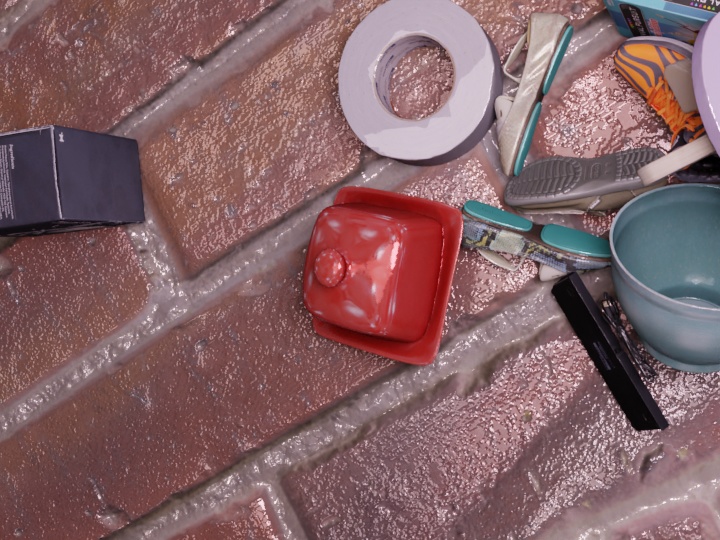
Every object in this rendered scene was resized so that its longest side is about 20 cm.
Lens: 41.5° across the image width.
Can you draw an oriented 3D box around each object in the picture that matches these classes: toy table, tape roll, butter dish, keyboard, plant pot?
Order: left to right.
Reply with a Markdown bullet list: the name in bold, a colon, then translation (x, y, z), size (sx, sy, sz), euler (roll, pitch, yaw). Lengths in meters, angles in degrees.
- **butter dish**: translation (0.000, 0.000, 1.142), size (0.198, 0.147, 0.202), euler (14, 94, 35)
- **tape roll**: translation (0.074, -0.233, 1.174), size (0.197, 0.066, 0.204), euler (0, 90, 20)
- **keyboard**: translation (0.289, 0.090, 1.074), size (0.020, 0.127, 0.202), euler (-30, 85, -12)
- **plant pot**: translation (0.360, 0.022, 1.009), size (0.198, 0.201, 0.135), euler (10, 133, 18)
- **toy table**: translation (0.371, -0.141, 0.929), size (0.181, 0.117, 0.203), euler (-12, 83, -13)

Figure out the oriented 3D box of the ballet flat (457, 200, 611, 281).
- **ballet flat**: translation (0.208, -0.026, 1.137), size (0.198, 0.074, 0.075), euler (21, 97, 19)

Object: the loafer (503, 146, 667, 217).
- **loafer**: translation (0.261, -0.089, 1.103), size (0.198, 0.070, 0.076), euler (-3, 46, 34)

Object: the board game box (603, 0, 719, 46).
- **board game box**: translation (0.368, -0.268, 1.012), size (0.198, 0.151, 0.048), euler (22, 96, 23)

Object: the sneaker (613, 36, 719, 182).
- **sneaker**: translation (0.347, -0.173, 1.033), size (0.199, 0.078, 0.112), euler (35, 63, 18)

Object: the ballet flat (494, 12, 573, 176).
- **ballet flat**: translation (0.194, -0.211, 1.135), size (0.062, 0.067, 0.202), euler (21, 87, 16)

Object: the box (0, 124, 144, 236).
- **box**: translation (-0.427, -0.114, 1.276), size (0.194, 0.200, 0.126), euler (-7, 90, 19)

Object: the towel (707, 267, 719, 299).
- **towel**: translation (0.503, 0.044, 1.052), size (0.152, 0.023, 0.201), euler (-40, 80, 16)
